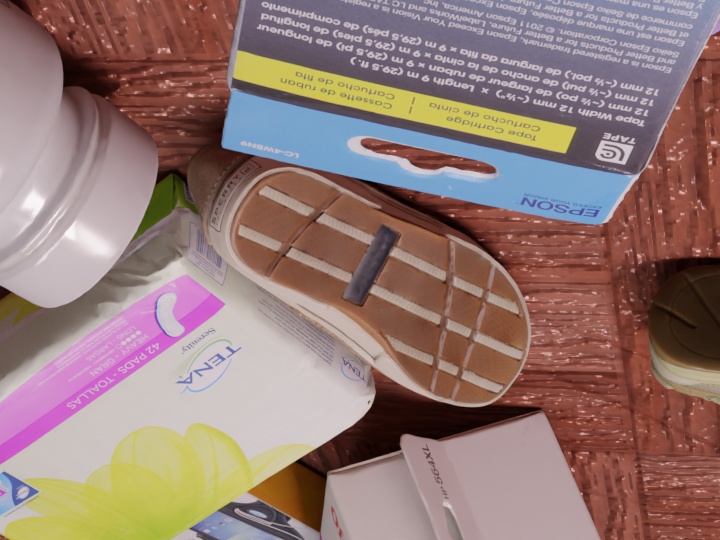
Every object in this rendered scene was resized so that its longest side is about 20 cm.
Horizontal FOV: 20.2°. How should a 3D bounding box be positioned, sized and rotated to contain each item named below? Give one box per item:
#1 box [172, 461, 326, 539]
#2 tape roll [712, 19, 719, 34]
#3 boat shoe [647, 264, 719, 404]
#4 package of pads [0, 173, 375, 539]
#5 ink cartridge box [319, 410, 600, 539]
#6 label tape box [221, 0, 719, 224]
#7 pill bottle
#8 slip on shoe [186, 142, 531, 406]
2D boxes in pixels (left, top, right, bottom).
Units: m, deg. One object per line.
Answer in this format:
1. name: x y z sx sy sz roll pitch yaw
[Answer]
1. box: -0.077 0.142 1.185 0.119 0.042 0.200 -22 138 40
2. tape roll: 0.054 -0.152 0.666 0.200 0.066 0.200 7 148 4
3. boat shoe: 0.232 0.045 0.923 0.200 0.073 0.063 6 155 11
4. package of pads: -0.111 0.062 0.986 0.200 0.068 0.154 -34 132 20
5. ink cartridge box: 0.055 0.177 1.082 0.125 0.129 0.200 -15 151 -14
6. label tape box: 0.038 -0.100 0.633 0.143 0.066 0.200 12 150 -3
7. pill bottle: -0.185 -0.069 0.813 0.114 0.115 0.200 -23 135 41
8. slip on shoe: 0.000 0.000 0.927 0.200 0.076 0.061 27 -176 -38
